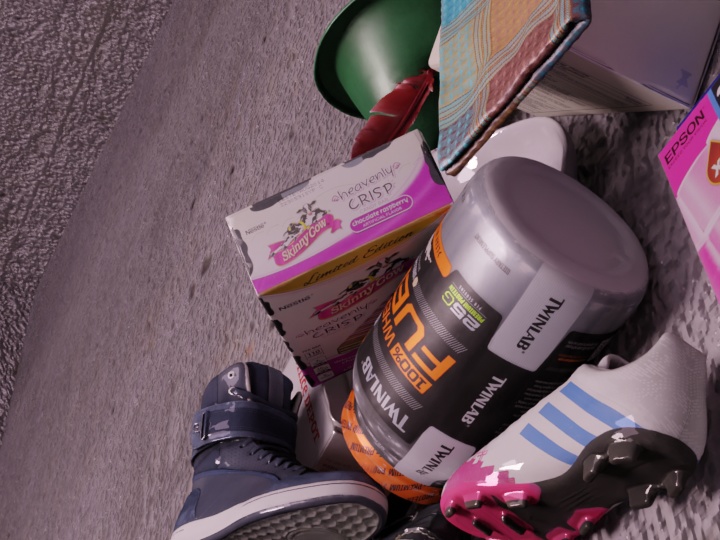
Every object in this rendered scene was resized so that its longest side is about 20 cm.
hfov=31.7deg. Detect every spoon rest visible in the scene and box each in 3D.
[{"bbox_3d":[0.093,-0.061,0.909,0.101,0.060,0.200,-71,19,-3],"label":"spoon rest"}]

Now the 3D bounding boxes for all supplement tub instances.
[{"bbox_3d":[0.074,0.042,0.771,0.201,0.121,0.123,-58,23,31],"label":"supplement tub"}]

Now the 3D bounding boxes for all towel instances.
[{"bbox_3d":[0.088,-0.173,0.786,0.147,0.021,0.202,-50,27,43],"label":"towel"}]

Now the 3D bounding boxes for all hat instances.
[{"bbox_3d":[0.059,-0.107,0.950,0.198,0.166,0.178,-24,58,3],"label":"hat"}]

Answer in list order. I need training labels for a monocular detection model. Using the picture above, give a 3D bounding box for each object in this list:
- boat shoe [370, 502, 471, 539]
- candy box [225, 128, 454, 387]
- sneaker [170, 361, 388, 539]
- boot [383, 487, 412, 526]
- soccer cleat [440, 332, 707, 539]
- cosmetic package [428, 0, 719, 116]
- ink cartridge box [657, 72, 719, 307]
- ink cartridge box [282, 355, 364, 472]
[{"bbox_3d":[0.021,0.210,0.835,0.066,0.074,0.200,-53,-10,-40],"label":"boat shoe"},{"bbox_3d":[0.000,0.000,0.857,0.200,0.135,0.062,68,177,-67],"label":"candy box"},{"bbox_3d":[-0.053,0.123,0.870,0.201,0.077,0.148,-22,45,41],"label":"sneaker"},{"bbox_3d":[-0.032,0.193,0.894,0.075,0.074,0.201,41,94,27],"label":"boot"},{"bbox_3d":[0.119,0.097,0.700,0.200,0.069,0.087,-35,27,52],"label":"soccer cleat"},{"bbox_3d":[0.133,-0.153,0.827,0.200,0.104,0.072,15,84,68],"label":"cosmetic package"},{"bbox_3d":[0.205,-0.057,0.652,0.095,0.037,0.201,-56,22,33],"label":"ink cartridge box"},{"bbox_3d":[-0.040,0.170,1.004,0.202,0.082,0.147,-61,22,22],"label":"ink cartridge box"}]
